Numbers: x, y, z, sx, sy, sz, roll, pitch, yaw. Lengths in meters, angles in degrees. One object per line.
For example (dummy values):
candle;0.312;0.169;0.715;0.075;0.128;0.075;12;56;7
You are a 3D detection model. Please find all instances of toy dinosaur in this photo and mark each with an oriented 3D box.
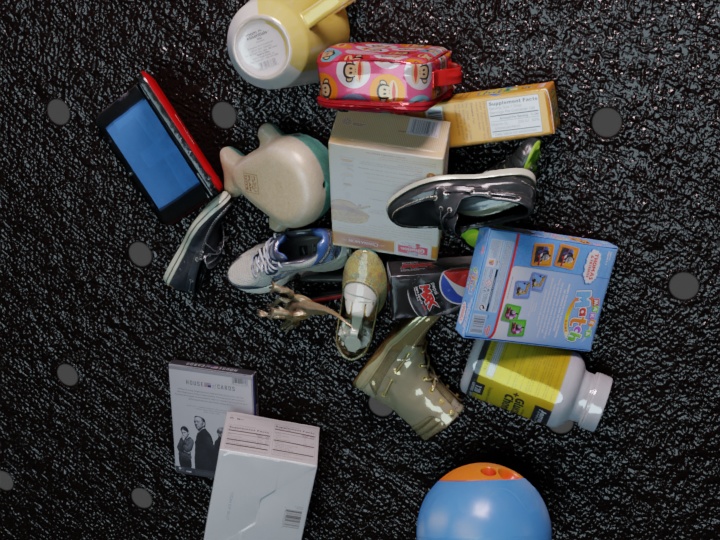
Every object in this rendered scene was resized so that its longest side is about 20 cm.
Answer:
toy dinosaur;-0.087;0.054;1.638;0.100;0.199;0.059;14;78;-26

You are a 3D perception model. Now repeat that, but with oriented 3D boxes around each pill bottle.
pill bottle;0.249;0.154;1.585;0.198;0.112;0.113;21;115;10

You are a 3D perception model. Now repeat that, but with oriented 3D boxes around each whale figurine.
whale figurine;-0.115;-0.137;1.610;0.198;0.103;0.161;10;116;40

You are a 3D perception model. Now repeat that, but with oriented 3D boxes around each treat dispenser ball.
treat dispenser ball;0.181;0.386;1.647;0.198;0.201;0.203;6;112;15

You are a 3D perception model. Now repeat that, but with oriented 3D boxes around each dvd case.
dvd case;-0.237;0.248;1.825;0.148;0.025;0.203;6;112;15

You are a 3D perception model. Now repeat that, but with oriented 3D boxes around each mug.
mug;-0.098;-0.325;1.487;0.148;0.153;0.188;29;116;6

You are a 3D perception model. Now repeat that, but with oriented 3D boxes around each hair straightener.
hair straightener;0.000;0.000;1.641;0.198;0.041;0.078;-6;108;26

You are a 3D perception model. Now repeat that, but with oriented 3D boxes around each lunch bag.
lunch bag;0.047;-0.252;1.444;0.174;0.200;0.083;4;107;17

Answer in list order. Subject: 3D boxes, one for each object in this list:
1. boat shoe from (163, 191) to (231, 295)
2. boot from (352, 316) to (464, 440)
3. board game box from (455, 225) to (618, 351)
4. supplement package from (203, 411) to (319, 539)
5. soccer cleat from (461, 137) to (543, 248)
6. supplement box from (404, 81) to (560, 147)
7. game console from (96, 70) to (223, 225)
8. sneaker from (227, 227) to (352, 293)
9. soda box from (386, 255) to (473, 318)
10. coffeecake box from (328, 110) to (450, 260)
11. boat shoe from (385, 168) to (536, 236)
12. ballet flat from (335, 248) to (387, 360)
boat shoe;-0.234;-0.039;1.684;0.062;0.075;0.201;34;125;0
boot;0.099;0.147;1.652;0.155;0.073;0.200;39;118;0
board game box;0.239;0.025;1.513;0.198;0.037;0.153;8;104;-20
supplement package;-0.157;0.347;1.770;0.154;0.111;0.202;10;115;-5
soccer cleat;0.179;-0.109;1.512;0.081;0.068;0.201;36;135;9
supplement box;0.163;-0.206;1.499;0.197;0.067;0.070;-3;108;18
game console;-0.300;-0.171;1.632;0.118;0.172;0.201;-34;97;-1
sneaker;-0.117;-0.025;1.635;0.198;0.085;0.078;-19;72;20
soda box;0.137;0.020;1.558;0.197;0.071;0.064;-5;108;-3
coffeecake box;0.039;-0.114;1.517;0.151;0.074;0.201;9;141;8
boat shoe;0.129;-0.077;1.432;0.197;0.067;0.075;-7;142;7
ballet flat;-0.002;0.057;1.616;0.070;0.071;0.201;20;138;9
